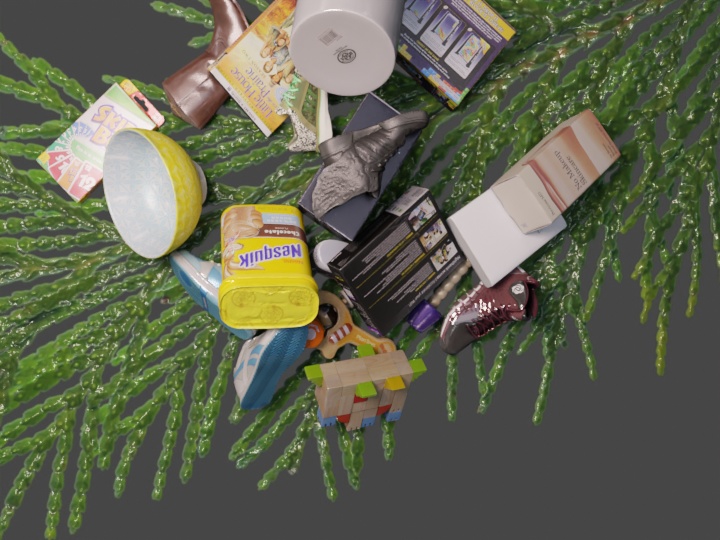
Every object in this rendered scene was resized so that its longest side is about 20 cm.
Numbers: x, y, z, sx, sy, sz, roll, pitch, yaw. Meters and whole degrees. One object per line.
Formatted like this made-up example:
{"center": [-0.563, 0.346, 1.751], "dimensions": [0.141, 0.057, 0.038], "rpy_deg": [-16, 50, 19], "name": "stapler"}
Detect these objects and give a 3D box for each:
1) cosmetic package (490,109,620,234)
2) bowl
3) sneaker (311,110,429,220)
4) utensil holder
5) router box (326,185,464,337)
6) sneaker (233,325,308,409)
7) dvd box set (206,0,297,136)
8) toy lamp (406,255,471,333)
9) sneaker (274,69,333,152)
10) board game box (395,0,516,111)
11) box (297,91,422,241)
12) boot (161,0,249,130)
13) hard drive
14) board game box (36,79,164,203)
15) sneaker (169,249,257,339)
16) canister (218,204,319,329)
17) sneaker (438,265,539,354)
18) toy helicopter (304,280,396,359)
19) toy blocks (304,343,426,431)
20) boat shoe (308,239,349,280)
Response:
{"center": [0.328, -0.166, 1.167], "dimensions": [0.200, 0.087, 0.104], "rpy_deg": [-42, 98, -21], "name": "cosmetic package"}
{"center": [-0.310, -0.131, 1.109], "dimensions": [0.107, 0.198, 0.203], "rpy_deg": [-22, 96, -46], "name": "bowl"}
{"center": [0.015, -0.151, 0.998], "dimensions": [0.197, 0.060, 0.106], "rpy_deg": [-18, 93, 0], "name": "sneaker"}
{"center": [-0.014, -0.389, 1.037], "dimensions": [0.167, 0.171, 0.203], "rpy_deg": [10, 60, -6], "name": "utensil holder"}
{"center": [0.061, -0.015, 1.126], "dimensions": [0.200, 0.051, 0.150], "rpy_deg": [-41, 120, -15], "name": "router box"}
{"center": [-0.153, 0.133, 1.125], "dimensions": [0.076, 0.081, 0.201], "rpy_deg": [9, 127, -39], "name": "sneaker"}
{"center": [-0.132, -0.342, 1.139], "dimensions": [0.200, 0.029, 0.147], "rpy_deg": [-45, 123, -3], "name": "dvd box set"}
{"center": [0.154, 0.021, 1.201], "dimensions": [0.058, 0.058, 0.201], "rpy_deg": [39, 88, -6], "name": "toy lamp"}
{"center": [-0.098, -0.279, 1.127], "dimensions": [0.087, 0.077, 0.203], "rpy_deg": [-12, 113, -9], "name": "sneaker"}
{"center": [0.136, -0.403, 1.182], "dimensions": [0.199, 0.057, 0.166], "rpy_deg": [40, 86, -6], "name": "board game box"}
{"center": [-0.007, -0.157, 1.114], "dimensions": [0.103, 0.182, 0.202], "rpy_deg": [33, 89, -7], "name": "box"}
{"center": [-0.265, -0.358, 1.141], "dimensions": [0.200, 0.064, 0.187], "rpy_deg": [-41, 97, 0], "name": "boot"}
{"center": [0.251, -0.080, 1.185], "dimensions": [0.199, 0.026, 0.133], "rpy_deg": [-34, 93, -25], "name": "hard drive"}
{"center": [-0.426, -0.215, 1.147], "dimensions": [0.200, 0.030, 0.096], "rpy_deg": [-45, 96, -5], "name": "board game box"}
{"center": [-0.214, 0.010, 1.161], "dimensions": [0.199, 0.080, 0.131], "rpy_deg": [40, 62, 12], "name": "sneaker"}
{"center": [-0.148, -0.012, 1.081], "dimensions": [0.146, 0.202, 0.088], "rpy_deg": [-1, 131, -12], "name": "canister"}
{"center": [0.225, 0.076, 1.173], "dimensions": [0.201, 0.115, 0.076], "rpy_deg": [-51, 130, -2], "name": "sneaker"}
{"center": [-0.020, 0.094, 1.189], "dimensions": [0.198, 0.079, 0.134], "rpy_deg": [28, 80, -17], "name": "toy helicopter"}
{"center": [0.000, 0.209, 1.165], "dimensions": [0.197, 0.101, 0.138], "rpy_deg": [-7, 134, -21], "name": "toy blocks"}
{"center": [0.000, 0.000, 1.179], "dimensions": [0.197, 0.066, 0.071], "rpy_deg": [12, 71, -29], "name": "boat shoe"}
